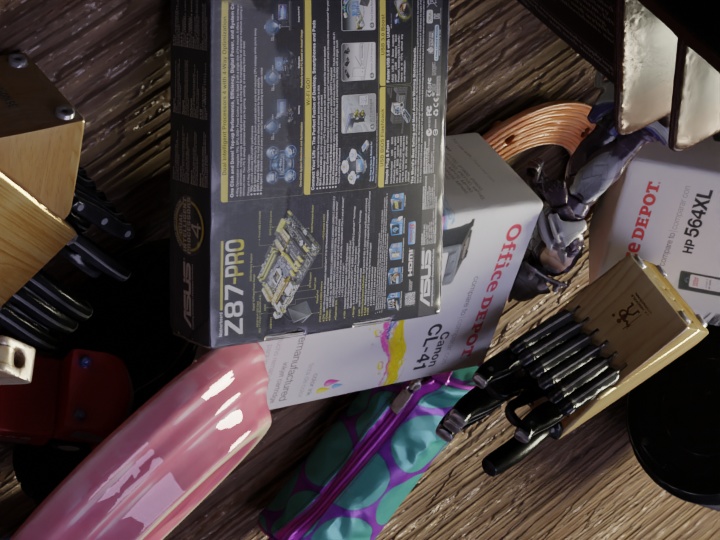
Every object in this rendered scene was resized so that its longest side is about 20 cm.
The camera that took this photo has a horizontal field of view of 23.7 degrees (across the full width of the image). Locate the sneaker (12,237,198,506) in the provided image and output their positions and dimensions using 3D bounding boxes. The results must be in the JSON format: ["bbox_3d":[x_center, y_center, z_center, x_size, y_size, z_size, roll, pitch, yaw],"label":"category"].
[{"bbox_3d":[-0.137,0.056,1.054,0.200,0.076,0.087,-54,160,24],"label":"sneaker"}]

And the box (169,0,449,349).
[{"bbox_3d":[-0.026,-0.066,0.949,0.161,0.049,0.201,-9,106,-37],"label":"box"}]

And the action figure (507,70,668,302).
[{"bbox_3d":[0.148,-0.060,1.152,0.069,0.130,0.200,31,100,-14],"label":"action figure"}]

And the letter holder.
[{"bbox_3d":[0.239,-0.130,0.902,0.200,0.101,0.142,-32,149,-15],"label":"letter holder"}]

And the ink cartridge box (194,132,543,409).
[{"bbox_3d":[0.000,0.000,1.096,0.199,0.086,0.148,-9,133,-32],"label":"ink cartridge box"}]

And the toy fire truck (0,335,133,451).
[{"bbox_3d":[-0.208,0.051,0.885,0.199,0.049,0.141,9,162,-18],"label":"toy fire truck"}]

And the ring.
[{"bbox_3d":[0.102,-0.042,1.240,0.200,0.019,0.201,-30,146,-23],"label":"ring"}]

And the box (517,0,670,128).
[{"bbox_3d":[0.163,-0.223,0.959,0.164,0.166,0.200,-41,149,-3],"label":"box"}]

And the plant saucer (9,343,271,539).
[{"bbox_3d":[-0.120,0.121,0.971,0.201,0.051,0.201,-45,175,-5],"label":"plant saucer"}]

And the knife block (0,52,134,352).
[{"bbox_3d":[-0.208,-0.017,0.878,0.200,0.064,0.176,-17,139,-37],"label":"knife block"}]

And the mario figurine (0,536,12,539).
[{"bbox_3d":[-0.215,0.206,1.079,0.199,0.123,0.106,-7,108,-37],"label":"mario figurine"}]

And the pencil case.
[{"bbox_3d":[0.009,0.136,1.278,0.200,0.085,0.092,-54,163,15],"label":"pencil case"}]

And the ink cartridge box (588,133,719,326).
[{"bbox_3d":[0.280,-0.034,1.279,0.199,0.084,0.146,10,132,1],"label":"ink cartridge box"}]

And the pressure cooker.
[{"bbox_3d":[0.357,0.144,1.590,0.176,0.179,0.200,-54,146,10],"label":"pressure cooker"}]

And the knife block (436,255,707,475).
[{"bbox_3d":[0.144,0.069,1.177,0.175,0.064,0.200,-39,167,12],"label":"knife block"}]
